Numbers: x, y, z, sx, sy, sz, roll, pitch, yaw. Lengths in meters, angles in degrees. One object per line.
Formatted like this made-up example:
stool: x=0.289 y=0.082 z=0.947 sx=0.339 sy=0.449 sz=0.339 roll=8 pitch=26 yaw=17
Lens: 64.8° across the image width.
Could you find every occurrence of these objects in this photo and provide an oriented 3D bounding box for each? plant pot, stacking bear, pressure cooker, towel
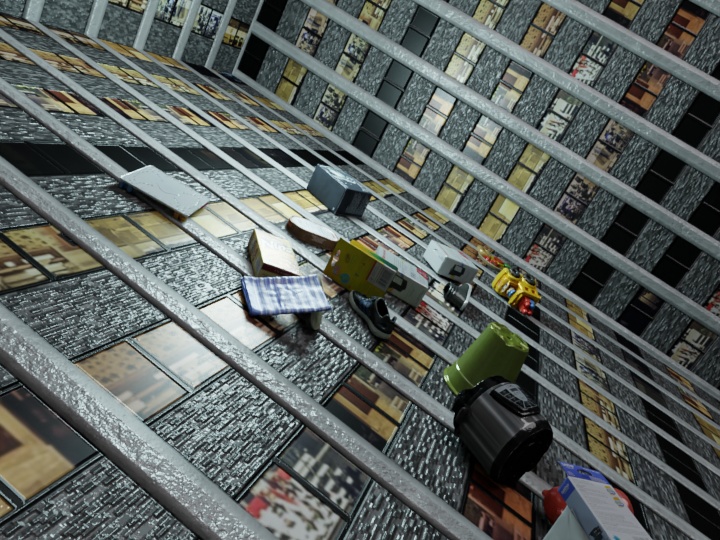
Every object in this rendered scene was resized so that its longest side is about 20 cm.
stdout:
plant pot: x=0.349 y=0.250 z=1.507 sx=0.195 sy=0.194 sz=0.201 roll=27 pitch=18 yaw=-10
stacking bear: x=0.467 y=0.506 z=1.194 sx=0.194 sy=0.117 sz=0.122 roll=17 pitch=22 yaw=-24
pressure cooker: x=0.297 y=0.335 z=1.244 sx=0.201 sy=0.176 sz=0.179 roll=48 pitch=-13 yaw=43
towel: x=-0.177 y=0.054 z=1.335 sx=0.193 sy=0.025 sz=0.146 roll=-2 pitch=33 yaw=-21

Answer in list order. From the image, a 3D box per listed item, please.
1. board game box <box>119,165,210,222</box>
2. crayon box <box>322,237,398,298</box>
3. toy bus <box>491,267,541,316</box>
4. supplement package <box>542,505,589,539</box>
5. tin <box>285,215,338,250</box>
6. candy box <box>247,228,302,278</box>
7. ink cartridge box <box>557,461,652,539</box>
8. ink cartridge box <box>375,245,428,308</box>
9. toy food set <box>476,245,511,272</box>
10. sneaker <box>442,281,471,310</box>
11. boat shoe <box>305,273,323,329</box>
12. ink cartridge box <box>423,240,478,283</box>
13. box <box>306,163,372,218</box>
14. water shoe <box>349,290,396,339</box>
board game box: x=-0.530 y=-0.212 z=1.551 sx=0.195 sy=0.026 sz=0.201 roll=29 pitch=18 yaw=-6
crayon box: x=0.000 y=0.000 z=1.687 sx=0.196 sy=0.129 sz=0.051 roll=32 pitch=18 yaw=1
toy bus: x=0.707 y=0.110 z=2.547 sx=0.194 sy=0.137 sz=0.196 roll=21 pitch=36 yaw=-20
supplement package: x=0.387 y=0.527 z=0.925 sx=0.108 sy=0.159 sz=0.201 roll=20 pitch=21 yaw=-20
tin: x=-0.158 y=-0.126 z=1.901 sx=0.195 sy=0.043 sz=0.113 roll=20 pitch=26 yaw=-32
candy box: x=-0.231 y=-0.030 z=1.512 sx=0.112 sy=0.056 sz=0.201 roll=21 pitch=22 yaw=-28
ink cartridge box: x=0.408 y=0.413 z=0.935 sx=0.116 sy=0.043 sz=0.202 roll=19 pitch=25 yaw=-26
ink cartridge box: x=0.124 y=0.019 z=1.900 sx=0.195 sy=0.084 sz=0.146 roll=29 pitch=19 yaw=-6
toy food set: x=0.722 y=-0.056 z=3.077 sx=0.193 sy=0.050 sz=0.201 roll=22 pitch=20 yaw=-26
sneaker: x=0.365 y=0.073 z=2.159 sx=0.098 sy=0.072 sz=0.201 roll=35 pitch=23 yaw=-1
boat shoe: x=-0.128 y=0.082 z=1.410 sx=0.065 sy=0.074 sz=0.202 roll=-8 pitch=31 yaw=2
ink cartridge box: x=0.381 y=-0.033 z=2.408 sx=0.195 sy=0.084 sz=0.147 roll=19 pitch=22 yaw=-32
box: x=-0.088 y=-0.332 z=2.393 sx=0.199 sy=0.127 sz=0.194 roll=41 pitch=23 yaw=28
water shoe: x=0.039 y=0.103 z=1.564 sx=0.070 sy=0.081 sz=0.201 roll=13 pitch=26 yaw=-41
